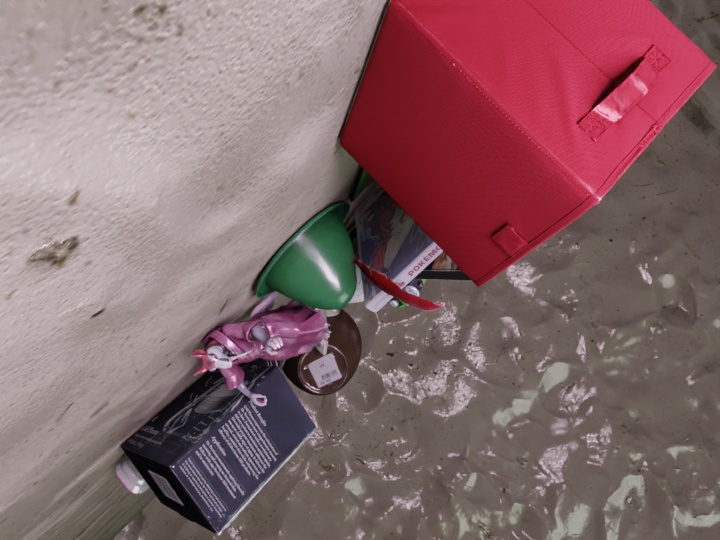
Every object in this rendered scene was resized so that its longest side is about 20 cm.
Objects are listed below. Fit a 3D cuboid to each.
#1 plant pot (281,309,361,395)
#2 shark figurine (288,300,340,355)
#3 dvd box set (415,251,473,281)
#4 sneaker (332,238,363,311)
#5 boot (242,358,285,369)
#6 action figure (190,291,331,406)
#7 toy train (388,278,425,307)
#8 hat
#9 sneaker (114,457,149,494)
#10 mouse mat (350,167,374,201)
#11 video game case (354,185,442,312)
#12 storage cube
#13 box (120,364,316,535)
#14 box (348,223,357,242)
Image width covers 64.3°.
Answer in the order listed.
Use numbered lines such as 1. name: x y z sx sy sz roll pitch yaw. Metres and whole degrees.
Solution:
1. plant pot: -0.078 0.172 1.139 0.187 0.187 0.200 -44 -172 -1
2. shark figurine: -0.089 0.050 1.076 0.089 0.129 0.215 -19 -155 23
3. dvd box set: 0.124 -0.084 0.695 0.146 0.029 0.202 2 -113 59
4. sneaker: 0.000 0.000 0.890 0.199 0.080 0.071 -26 -152 33
5. boot: -0.175 0.158 1.035 0.210 0.080 0.158 -35 174 30
6. action figure: -0.137 0.082 0.739 0.199 0.149 0.134 -8 139 -49
7. toy train: 0.087 -0.028 0.802 0.056 0.042 0.201 -18 -147 41
8. hat: -0.015 0.031 0.710 0.166 0.176 0.200 -47 175 7
9. sneaker: -0.335 0.314 1.011 0.088 0.081 0.200 -44 177 13
10. mouse mat: 0.064 -0.173 0.701 0.200 0.008 0.161 -44 176 -16
11. video game case: 0.060 -0.073 0.734 0.182 0.023 0.201 -45 -147 29
12. storage cube: 0.113 -0.126 0.452 0.171 0.180 0.200 -43 176 -22
13. box: -0.208 0.245 0.839 0.199 0.125 0.196 -9 -156 49
14. box: 0.023 -0.069 1.005 0.200 0.049 0.160 -47 178 8
